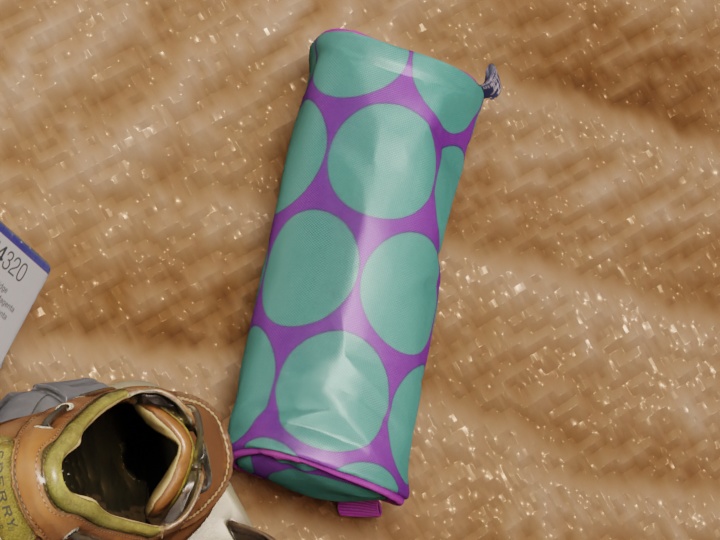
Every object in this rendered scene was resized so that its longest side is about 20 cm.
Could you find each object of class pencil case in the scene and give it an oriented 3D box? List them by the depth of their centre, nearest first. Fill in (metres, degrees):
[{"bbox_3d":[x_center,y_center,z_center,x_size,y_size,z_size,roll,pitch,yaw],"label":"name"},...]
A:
[{"bbox_3d":[0.000,0.000,0.975,0.085,0.092,0.201,6,74,22],"label":"pencil case"}]

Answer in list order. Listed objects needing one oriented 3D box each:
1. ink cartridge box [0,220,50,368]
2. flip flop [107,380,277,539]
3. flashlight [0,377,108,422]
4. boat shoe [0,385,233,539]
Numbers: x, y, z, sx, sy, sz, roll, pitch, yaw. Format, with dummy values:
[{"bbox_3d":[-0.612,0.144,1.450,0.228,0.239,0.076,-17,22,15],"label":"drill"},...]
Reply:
[{"bbox_3d":[-0.215,0.043,0.822,0.043,0.196,0.200,18,74,27],"label":"ink cartridge box"},{"bbox_3d":[-0.054,0.134,0.940,0.081,0.058,0.200,-31,92,-24],"label":"flip flop"},{"bbox_3d":[-0.157,0.072,0.840,0.200,0.068,0.068,-10,76,-63],"label":"flashlight"},{"bbox_3d":[-0.086,0.078,0.833,0.200,0.068,0.072,-16,86,-68],"label":"boat shoe"}]
